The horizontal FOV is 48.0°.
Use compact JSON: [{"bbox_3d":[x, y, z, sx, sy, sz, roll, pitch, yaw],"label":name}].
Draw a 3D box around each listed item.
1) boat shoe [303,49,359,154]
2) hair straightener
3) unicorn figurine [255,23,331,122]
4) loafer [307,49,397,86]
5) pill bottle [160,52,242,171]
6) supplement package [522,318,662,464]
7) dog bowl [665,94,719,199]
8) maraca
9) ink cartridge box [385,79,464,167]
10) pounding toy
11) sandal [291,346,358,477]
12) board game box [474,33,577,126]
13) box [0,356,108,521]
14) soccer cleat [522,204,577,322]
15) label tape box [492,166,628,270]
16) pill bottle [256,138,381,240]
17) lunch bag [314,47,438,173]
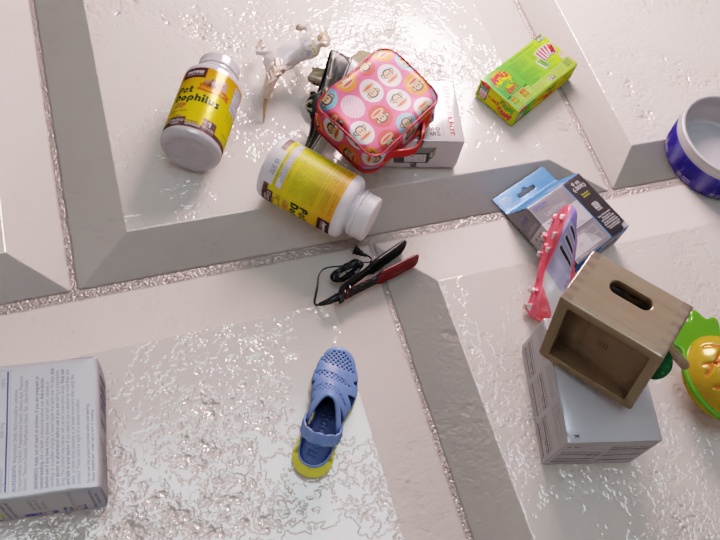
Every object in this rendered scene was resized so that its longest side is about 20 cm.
[{"bbox_3d":[-0.068,-0.296,1.450,0.063,0.071,0.203,23,84,-18],"label":"boat shoe"},{"bbox_3d":[0.000,0.000,1.357,0.198,0.041,0.077,-30,66,-18],"label":"hair straightener"},{"bbox_3d":[-0.140,-0.393,1.506,0.199,0.074,0.138,-38,39,7],"label":"unicorn figurine"},{"bbox_3d":[-0.007,-0.381,1.528,0.197,0.076,0.069,-7,104,-22],"label":"loafer"},{"bbox_3d":[-0.272,-0.282,1.415,0.108,0.110,0.202,13,60,-3],"label":"pill bottle"},{"bbox_3d":[0.358,0.189,1.269,0.153,0.111,0.203,1,62,-10],"label":"supplement package"},{"bbox_3d":[0.708,-0.243,1.588,0.197,0.079,0.203,4,61,-7],"label":"dog bowl"},{"bbox_3d":[0.583,0.158,1.328,0.135,0.107,0.202,-14,64,-25],"label":"maraca"},{"bbox_3d":[0.081,-0.271,1.486,0.197,0.084,0.148,-1,62,-10],"label":"ink cartridge box"},{"bbox_3d":[0.389,0.092,1.173,0.199,0.185,0.142,32,61,19],"label":"pounding toy"},{"bbox_3d":[-0.046,0.202,1.204,0.078,0.087,0.202,12,58,-1],"label":"sandal"},{"bbox_3d":[0.332,-0.382,1.615,0.102,0.048,0.199,43,63,14],"label":"board game box"},{"bbox_3d":[-0.452,0.232,1.103,0.197,0.105,0.186,-4,62,-13],"label":"box"},{"bbox_3d":[0.336,-0.008,1.364,0.075,0.067,0.203,17,91,-6],"label":"soccer cleat"},{"bbox_3d":[0.359,-0.104,1.457,0.143,0.064,0.201,-32,72,-24],"label":"label tape box"},{"bbox_3d":[-0.067,-0.132,1.361,0.198,0.110,0.110,29,60,7],"label":"pill bottle"},{"bbox_3d":[0.038,-0.267,1.381,0.176,0.082,0.200,43,66,10],"label":"lunch bag"}]
